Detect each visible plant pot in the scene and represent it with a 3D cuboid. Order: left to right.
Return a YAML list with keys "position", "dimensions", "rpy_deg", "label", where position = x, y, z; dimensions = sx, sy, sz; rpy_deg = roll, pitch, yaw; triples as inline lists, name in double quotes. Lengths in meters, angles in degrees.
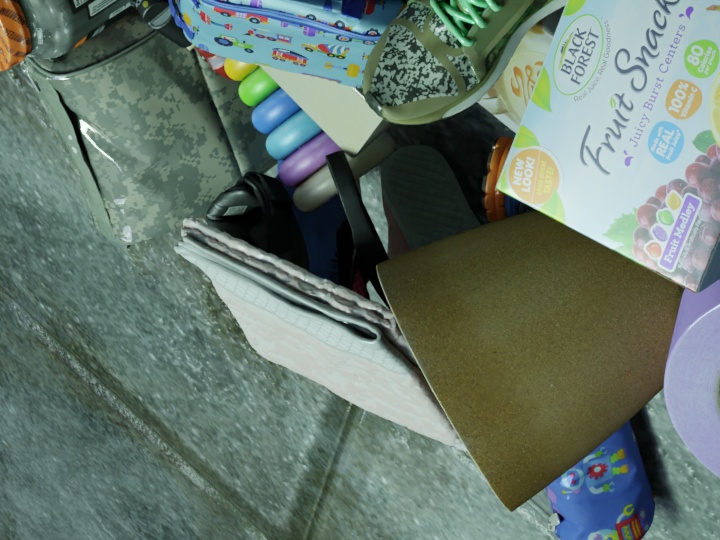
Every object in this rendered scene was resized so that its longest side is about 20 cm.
- position: [0.142, 0.031, 1.525]
  dimensions: [0.187, 0.200, 0.186]
  rpy_deg: [61, -176, -8]
  label: "plant pot"

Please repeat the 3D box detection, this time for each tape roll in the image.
- position: [0.290, 0.061, 1.415]
  dimensions: [0.199, 0.066, 0.200]
  rpy_deg: [10, 135, 10]
  label: "tape roll"

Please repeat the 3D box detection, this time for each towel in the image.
- position: [-0.024, 0.049, 1.643]
  dimensions: [0.200, 0.032, 0.191]
  rpy_deg: [25, 164, 32]
  label: "towel"

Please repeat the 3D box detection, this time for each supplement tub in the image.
- position: [-0.208, -0.237, 1.697]
  dimensions: [0.122, 0.200, 0.123]
  rpy_deg: [41, 152, 27]
  label: "supplement tub"

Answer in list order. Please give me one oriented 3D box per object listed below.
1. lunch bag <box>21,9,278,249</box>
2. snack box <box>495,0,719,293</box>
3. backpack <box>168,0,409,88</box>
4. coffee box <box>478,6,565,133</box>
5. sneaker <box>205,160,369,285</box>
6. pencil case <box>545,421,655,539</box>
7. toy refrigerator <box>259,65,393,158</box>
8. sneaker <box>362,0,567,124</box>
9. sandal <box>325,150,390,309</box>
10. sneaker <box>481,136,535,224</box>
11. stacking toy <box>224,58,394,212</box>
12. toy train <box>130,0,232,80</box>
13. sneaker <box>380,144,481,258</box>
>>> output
- position: [-0.167, -0.136, 1.816]
  dimensions: [0.139, 0.168, 0.200]
  rpy_deg: [23, 144, 40]
  label: "lunch bag"
- position: [0.179, -0.108, 1.339]
  dimensions: [0.142, 0.053, 0.200]
  rpy_deg: [29, 114, 22]
  label: "snack box"
- position: [-0.029, -0.215, 1.443]
  dimensions: [0.182, 0.135, 0.200]
  rpy_deg: [14, 165, -7]
  label: "backpack"
- position: [0.142, -0.131, 1.456]
  dimensions: [0.200, 0.080, 0.114]
  rpy_deg: [40, 152, 16]
  label: "coffee box"
- position: [-0.062, -0.058, 1.745]
  dimensions: [0.200, 0.111, 0.077]
  rpy_deg: [-104, 34, -47]
  label: "sneaker"
- position: [0.166, 0.132, 1.769]
  dimensions: [0.078, 0.087, 0.200]
  rpy_deg: [-118, 6, -55]
  label: "pencil case"
- position: [-0.043, -0.179, 1.581]
  dimensions: [0.200, 0.076, 0.070]
  rpy_deg: [45, 147, 4]
  label: "toy refrigerator"
- position: [0.075, -0.169, 1.363]
  dimensions: [0.077, 0.200, 0.089]
  rpy_deg: [47, 179, 18]
  label: "sneaker"
- position: [0.000, 0.000, 1.635]
  dimensions: [0.075, 0.045, 0.200]
  rpy_deg: [-114, 0, -50]
  label: "sandal"
- position: [0.147, -0.010, 1.626]
  dimensions: [0.078, 0.075, 0.200]
  rpy_deg: [3, 142, 28]
  label: "sneaker"
- position: [-0.064, -0.144, 1.656]
  dimensions: [0.200, 0.085, 0.085]
  rpy_deg: [54, 153, -2]
  label: "stacking toy"
- position: [-0.101, -0.167, 1.723]
  dimensions: [0.200, 0.034, 0.046]
  rpy_deg: [27, -150, -52]
  label: "toy train"
- position: [0.067, 0.012, 1.713]
  dimensions: [0.105, 0.075, 0.201]
  rpy_deg: [83, 169, -57]
  label: "sneaker"
